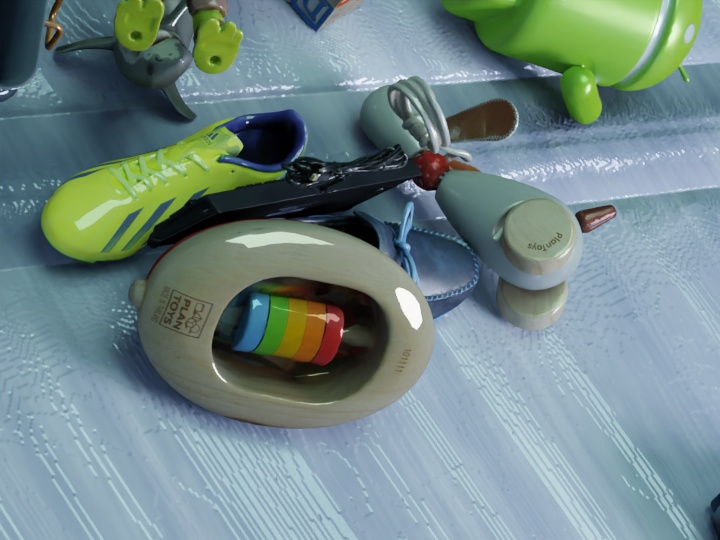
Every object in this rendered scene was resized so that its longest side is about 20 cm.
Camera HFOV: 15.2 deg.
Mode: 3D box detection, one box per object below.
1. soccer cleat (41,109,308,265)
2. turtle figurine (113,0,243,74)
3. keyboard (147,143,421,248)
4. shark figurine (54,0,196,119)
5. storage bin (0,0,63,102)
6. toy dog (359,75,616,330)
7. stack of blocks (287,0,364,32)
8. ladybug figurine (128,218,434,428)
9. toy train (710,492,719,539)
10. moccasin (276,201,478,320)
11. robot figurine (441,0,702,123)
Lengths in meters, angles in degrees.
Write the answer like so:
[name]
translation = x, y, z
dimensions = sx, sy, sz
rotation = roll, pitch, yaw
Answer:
[soccer cleat]
translation = -0.116, -0.061, 1.699
dimensions = 0.199, 0.084, 0.065
rotation = -20, 71, -40
[turtle figurine]
translation = -0.123, -0.201, 1.681
dimensions = 0.199, 0.064, 0.162
rotation = 28, 39, -26
[keyboard]
translation = -0.034, -0.052, 1.700
dimensions = 0.199, 0.127, 0.021
rotation = -14, 82, -49
[shark figurine]
translation = -0.111, -0.151, 1.783
dimensions = 0.215, 0.127, 0.090
rotation = -49, 121, -51
[storage bin]
translation = -0.261, -0.159, 1.641
dimensions = 0.145, 0.134, 0.201
rotation = 19, 51, -21
[toy dog]
translation = 0.096, -0.062, 1.823
dimensions = 0.096, 0.132, 0.201
rotation = -34, 89, -21
[stack of blocks]
translation = -0.054, -0.283, 1.879
dimensions = 0.200, 0.115, 0.058
rotation = 49, 46, 6
[ladybug figurine]
translation = -0.051, 0.026, 1.658
dimensions = 0.199, 0.136, 0.072
rotation = 15, 22, -25
[toy train]
translation = 0.310, 0.216, 1.781
dimensions = 0.113, 0.087, 0.201
rotation = -2, 61, -23
[moccasin]
translation = 0.000, 0.000, 1.741
dimensions = 0.199, 0.068, 0.081
rotation = -5, 62, -35
[robot figurine]
translation = 0.161, -0.200, 1.957
dimensions = 0.199, 0.116, 0.177
rotation = 15, 77, -24
